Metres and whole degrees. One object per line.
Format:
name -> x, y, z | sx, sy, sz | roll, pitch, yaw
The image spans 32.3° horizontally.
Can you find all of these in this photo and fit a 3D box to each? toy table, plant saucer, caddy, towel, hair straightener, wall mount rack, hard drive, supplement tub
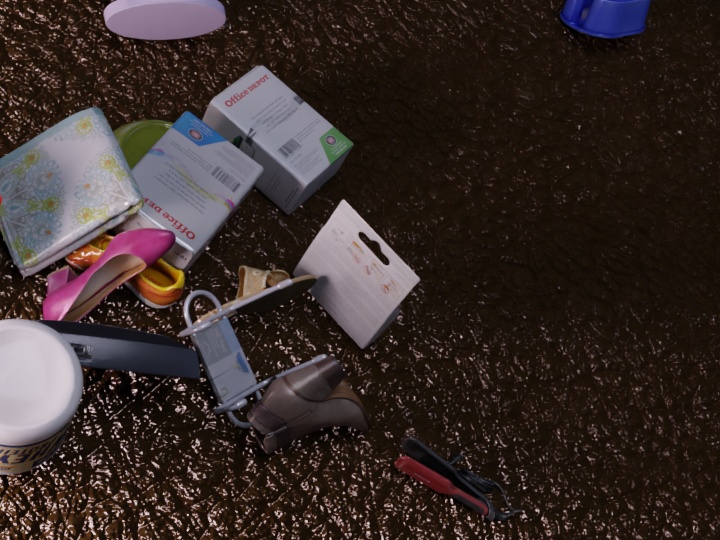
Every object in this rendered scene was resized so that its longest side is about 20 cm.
toy table -> -0.317, -0.449, 1.983 | 0.200, 0.184, 0.117 | 0, 72, -44
plant saucer -> -0.291, -0.155, 1.863 | 0.200, 0.031, 0.200 | 15, 50, -19
caddy -> 0.504, -0.533, 2.558 | 0.200, 0.105, 0.141 | -16, 42, -37
towel -> -0.405, -0.107, 1.677 | 0.200, 0.048, 0.171 | -31, 68, 4
hair straightener -> 0.145, 0.291, 1.769 | 0.200, 0.041, 0.077 | 29, 47, -7
wall mount rack -> -0.147, 0.104, 1.678 | 0.174, 0.075, 0.200 | -28, 97, -43
hard drive -> -0.315, 0.100, 1.587 | 0.200, 0.135, 0.042 | 10, 93, -30
supplement tub -> -0.403, 0.153, 1.434 | 0.145, 0.200, 0.145 | 8, 65, -17

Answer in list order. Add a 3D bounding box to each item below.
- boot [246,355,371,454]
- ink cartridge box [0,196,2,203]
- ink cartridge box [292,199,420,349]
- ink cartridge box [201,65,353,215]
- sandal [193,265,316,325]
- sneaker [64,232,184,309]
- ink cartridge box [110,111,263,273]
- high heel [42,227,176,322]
boot -> -0.073, 0.198, 1.679 | 0.146, 0.200, 0.070 | -36, 49, -9
ink cartridge box -> -0.563, -0.056, 1.533 | 0.200, 0.176, 0.084 | 24, 48, -12
ink cartridge box -> 0.000, 0.000, 1.795 | 0.162, 0.200, 0.050 | 47, 47, 8
ink cartridge box -> -0.135, -0.208, 1.954 | 0.200, 0.084, 0.146 | 41, 46, 4
sandal -> -0.160, 0.025, 1.771 | 0.212, 0.078, 0.070 | -26, 74, -34
sneaker -> -0.331, -0.023, 1.710 | 0.200, 0.077, 0.073 | 26, 49, -8
ink cartridge box -> -0.254, -0.108, 1.773 | 0.144, 0.085, 0.200 | 37, 50, -3
high heel -> -0.328, 0.015, 1.624 | 0.200, 0.067, 0.096 | -20, 51, 8
